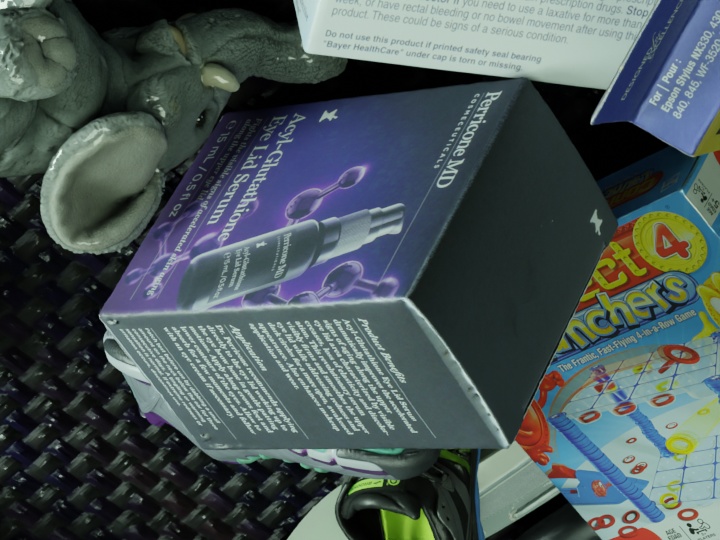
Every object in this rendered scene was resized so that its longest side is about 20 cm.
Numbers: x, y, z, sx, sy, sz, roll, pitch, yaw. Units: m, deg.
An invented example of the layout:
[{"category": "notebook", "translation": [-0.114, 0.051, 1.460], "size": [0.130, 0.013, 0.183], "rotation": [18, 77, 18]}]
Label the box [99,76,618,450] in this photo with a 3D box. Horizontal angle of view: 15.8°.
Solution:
[{"category": "box", "translation": [0.000, 0.000, 1.252], "size": [0.199, 0.148, 0.104], "rotation": [-5, 133, 39]}]

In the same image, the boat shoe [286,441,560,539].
[{"category": "boat shoe", "translation": [0.043, 0.141, 1.466], "size": [0.200, 0.070, 0.072], "rotation": [-34, 121, 14]}]

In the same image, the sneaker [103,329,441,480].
[{"category": "sneaker", "translation": [-0.040, 0.074, 1.367], "size": [0.199, 0.075, 0.088], "rotation": [21, 146, 26]}]

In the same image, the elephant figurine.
[{"category": "elephant figurine", "translation": [-0.129, -0.081, 1.246], "size": [0.155, 0.142, 0.200], "rotation": [-9, 151, 38]}]

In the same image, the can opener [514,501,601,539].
[{"category": "can opener", "translation": [0.169, 0.114, 1.482], "size": [0.200, 0.079, 0.063], "rotation": [-39, 161, 23]}]

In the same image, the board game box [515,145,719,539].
[{"category": "board game box", "translation": [0.160, 0.047, 1.341], "size": [0.200, 0.056, 0.196], "rotation": [-27, 111, 43]}]

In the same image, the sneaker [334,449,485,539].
[{"category": "sneaker", "translation": [0.025, 0.101, 1.380], "size": [0.070, 0.083, 0.201], "rotation": [-9, 86, 21]}]

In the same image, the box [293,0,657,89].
[{"category": "box", "translation": [0.074, -0.198, 1.194], "size": [0.183, 0.105, 0.201], "rotation": [6, 126, -14]}]

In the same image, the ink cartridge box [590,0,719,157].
[{"category": "ink cartridge box", "translation": [0.198, -0.147, 1.187], "size": [0.047, 0.200, 0.198], "rotation": [34, 109, 14]}]
